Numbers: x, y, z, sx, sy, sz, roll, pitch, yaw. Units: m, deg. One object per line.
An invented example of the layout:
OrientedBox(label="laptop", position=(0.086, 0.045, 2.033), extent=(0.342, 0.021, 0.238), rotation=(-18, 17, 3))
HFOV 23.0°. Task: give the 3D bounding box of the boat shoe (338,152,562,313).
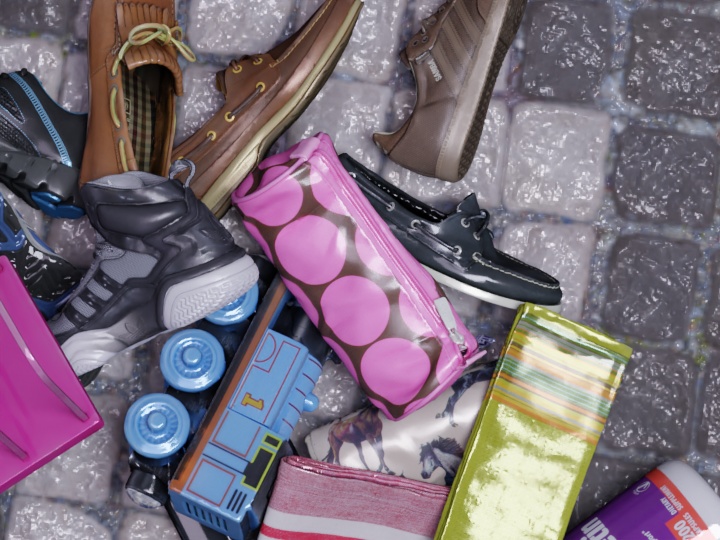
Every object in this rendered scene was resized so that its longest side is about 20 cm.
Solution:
OrientedBox(label="boat shoe", position=(0.060, -0.029, 1.272), extent=(0.198, 0.074, 0.067), rotation=(23, 101, 8))

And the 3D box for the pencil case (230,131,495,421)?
OrientedBox(label="pencil case", position=(0.000, 0.000, 1.209), extent=(0.091, 0.094, 0.200), rotation=(-41, 95, -30))

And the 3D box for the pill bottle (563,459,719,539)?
OrientedBox(label="pill bottle", position=(0.178, 0.232, 1.250), extent=(0.199, 0.112, 0.113), rotation=(-36, 90, -3))

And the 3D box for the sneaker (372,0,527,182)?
OrientedBox(label="sneaker", position=(0.068, -0.167, 1.279), extent=(0.075, 0.070, 0.202), rotation=(17, 81, 13))

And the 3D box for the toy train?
OrientedBox(label="toy train", position=(-0.087, 0.086, 1.241), extent=(0.113, 0.087, 0.201), rotation=(25, 70, 6))

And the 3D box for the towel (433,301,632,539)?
OrientedBox(label="towel", position=(0.116, 0.129, 1.213), extent=(0.085, 0.018, 0.202), rotation=(21, 80, 1))

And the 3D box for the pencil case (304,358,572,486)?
OrientedBox(label="pencil case", position=(0.064, 0.123, 1.266), extent=(0.198, 0.078, 0.090), rotation=(-21, 113, -3))

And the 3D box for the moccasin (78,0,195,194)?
OrientedBox(label="moccasin", position=(-0.155, -0.140, 1.248), extent=(0.077, 0.073, 0.203), rotation=(-11, 64, 40))

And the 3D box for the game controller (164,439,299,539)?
OrientedBox(label="game controller", position=(-0.065, 0.207, 1.284), extent=(0.104, 0.042, 0.201), rotation=(-27, 90, -17))

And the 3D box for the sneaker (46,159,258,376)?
OrientedBox(label="sneaker", position=(-0.170, -0.002, 1.192), extent=(0.199, 0.075, 0.115), rotation=(-24, 92, 23))

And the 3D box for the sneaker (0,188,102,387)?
OrientedBox(label="sneaker", position=(-0.247, -0.001, 1.259), extent=(0.075, 0.077, 0.201), rotation=(-33, 111, -9))

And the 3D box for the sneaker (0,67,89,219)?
OrientedBox(label="sneaker", position=(-0.273, -0.111, 1.273), extent=(0.199, 0.073, 0.082), rotation=(26, 71, -7))

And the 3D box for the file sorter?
OrientedBox(label="file sorter", position=(-0.292, 0.079, 1.108), extent=(0.199, 0.126, 0.139), rotation=(-33, 69, -4))

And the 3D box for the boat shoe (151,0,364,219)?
OrientedBox(label="boat shoe", position=(-0.073, -0.127, 1.271), extent=(0.067, 0.072, 0.201), rotation=(38, 90, -3))

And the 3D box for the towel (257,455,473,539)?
OrientedBox(label="towel", position=(-0.014, 0.233, 1.234), extent=(0.143, 0.023, 0.202), rotation=(12, 106, -16))
